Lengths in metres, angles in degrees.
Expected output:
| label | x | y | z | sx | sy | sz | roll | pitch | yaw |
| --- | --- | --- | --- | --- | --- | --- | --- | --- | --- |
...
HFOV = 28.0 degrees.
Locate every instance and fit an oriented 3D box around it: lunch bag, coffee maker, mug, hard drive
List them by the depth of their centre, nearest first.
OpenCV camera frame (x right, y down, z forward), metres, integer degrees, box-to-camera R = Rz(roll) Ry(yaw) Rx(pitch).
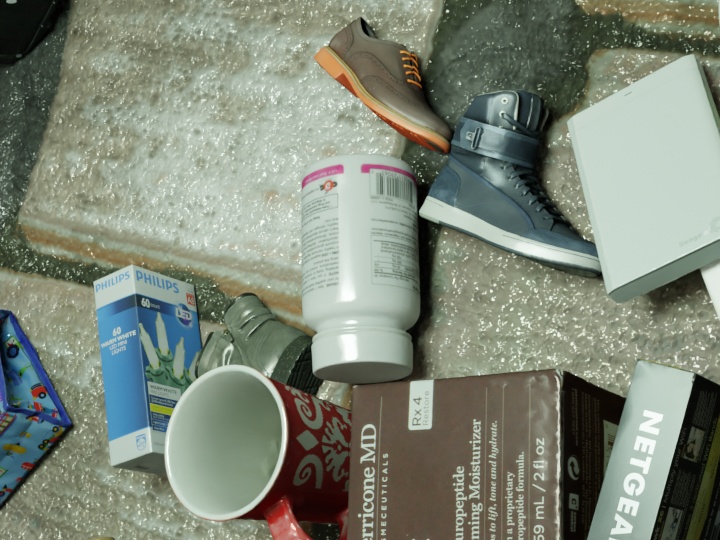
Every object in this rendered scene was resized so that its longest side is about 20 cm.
| label | x | y | z | sx | sy | sz | roll | pitch | yaw |
| --- | --- | --- | --- | --- | --- | --- | --- | --- | --- |
| hard drive | 0.256 | -0.082 | 1.254 | 0.132 | 0.026 | 0.201 | -28 | 47 | 26 |
| mug | -0.064 | 0.190 | 1.313 | 0.133 | 0.200 | 0.178 | -15 | 70 | 29 |
| lunch bag | -0.435 | 0.147 | 1.647 | 0.151 | 0.094 | 0.200 | -47 | 47 | 16 |
| coffee maker | -0.470 | -0.368 | 1.779 | 0.192 | 0.135 | 0.201 | -32 | 61 | 23 |

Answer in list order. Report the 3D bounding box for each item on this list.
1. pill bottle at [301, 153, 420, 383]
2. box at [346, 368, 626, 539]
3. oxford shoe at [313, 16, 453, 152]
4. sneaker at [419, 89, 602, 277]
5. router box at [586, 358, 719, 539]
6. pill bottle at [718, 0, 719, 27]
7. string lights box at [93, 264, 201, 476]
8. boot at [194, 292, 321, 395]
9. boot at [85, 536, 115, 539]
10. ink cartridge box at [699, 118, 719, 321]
| label | x | y | z | sx | sy | sz | roll | pitch | yaw |
| --- | --- | --- | --- | --- | --- | --- | --- | --- | --- |
| pill bottle | 0.000 | 0.000 | 1.378 | 0.113 | 0.113 | 0.201 | -11 | 70 | 30 |
| box | 0.114 | 0.183 | 1.219 | 0.199 | 0.164 | 0.167 | -7 | 73 | 32 |
| oxford shoe | 0.033 | -0.188 | 1.438 | 0.073 | 0.071 | 0.200 | -50 | 56 | 6 |
| sneaker | 0.157 | -0.085 | 1.321 | 0.202 | 0.077 | 0.147 | 26 | 94 | 37 |
| router box | 0.243 | 0.183 | 1.140 | 0.052 | 0.157 | 0.201 | 13 | 83 | 35 |
| pill bottle | 0.404 | -0.218 | 1.175 | 0.199 | 0.112 | 0.113 | 12 | 83 | 35 |
| string lights box | -0.214 | 0.105 | 1.495 | 0.059 | 0.103 | 0.201 | -22 | 66 | 28 |
| boot | -0.123 | 0.130 | 1.460 | 0.130 | 0.068 | 0.201 | 27 | 85 | 40 |
| boot | -0.327 | 0.372 | 1.512 | 0.200 | 0.071 | 0.145 | -21 | 63 | 22 |
| ink cartridge box | 0.343 | -0.056 | 1.210 | 0.145 | 0.048 | 0.201 | -27 | 66 | 25 |
